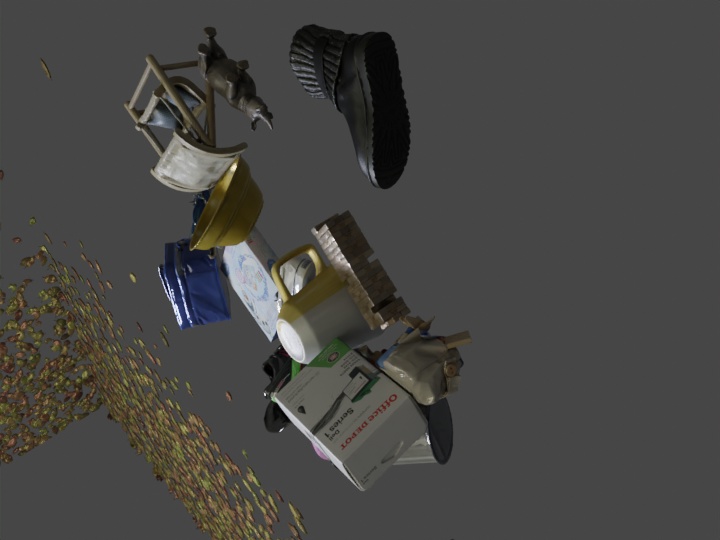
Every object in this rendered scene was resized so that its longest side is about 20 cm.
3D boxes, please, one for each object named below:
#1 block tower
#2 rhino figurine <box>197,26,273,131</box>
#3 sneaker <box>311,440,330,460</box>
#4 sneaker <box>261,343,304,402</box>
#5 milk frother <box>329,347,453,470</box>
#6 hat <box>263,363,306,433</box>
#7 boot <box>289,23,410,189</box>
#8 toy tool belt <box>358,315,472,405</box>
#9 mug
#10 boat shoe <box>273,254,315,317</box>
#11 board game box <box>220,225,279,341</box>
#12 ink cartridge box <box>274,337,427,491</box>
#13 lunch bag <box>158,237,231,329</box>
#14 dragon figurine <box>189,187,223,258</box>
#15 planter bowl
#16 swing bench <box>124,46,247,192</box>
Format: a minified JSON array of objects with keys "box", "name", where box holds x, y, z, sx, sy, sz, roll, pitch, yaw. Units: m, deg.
[{"box":[0.000,0.000,1.316,0.201,0.054,0.058,57,151,3],"name":"block tower"},{"box":[-0.203,-0.304,1.353,0.200,0.060,0.088,49,160,15],"name":"rhino figurine"},{"box":[0.001,0.315,1.589,0.198,0.088,0.081,-7,112,36],"name":"sneaker"},{"box":[-0.151,0.174,1.613,0.201,0.082,0.078,-85,-5,-50],"name":"sneaker"},{"box":[0.055,0.222,1.367,0.186,0.180,0.203,-9,80,24],"name":"milk frother"},{"box":[-0.103,0.268,1.628,0.081,0.201,0.200,46,155,-18],"name":"hat"},{"box":[-0.015,-0.222,1.103,0.157,0.079,0.214,15,119,43],"name":"boot"},{"box":[0.090,0.128,1.259,0.125,0.123,0.200,51,166,-15],"name":"toy tool belt"},{"box":[-0.071,0.071,1.392,0.186,0.152,0.151,41,147,31],"name":"mug"},{"box":[-0.128,0.057,1.530,0.065,0.074,0.202,22,122,16],"name":"boat shoe"},{"box":[-0.207,0.020,1.676,0.200,0.043,0.200,53,151,12],"name":"board game box"},{"box":[-0.016,0.216,1.259,0.199,0.146,0.085,32,159,47],"name":"ink cartridge box"},{"box":[-0.368,0.022,1.797,0.136,0.130,0.202,-110,9,-58],"name":"lunch bag"},{"box":[-0.309,-0.093,1.634,0.098,0.202,0.059,19,136,-7],"name":"dragon figurine"},{"box":[-0.234,-0.109,1.514,0.083,0.203,0.200,28,158,-18],"name":"planter bowl"},{"box":[-0.316,-0.258,1.470,0.198,0.128,0.203,-30,79,60],"name":"swing bench"}]
